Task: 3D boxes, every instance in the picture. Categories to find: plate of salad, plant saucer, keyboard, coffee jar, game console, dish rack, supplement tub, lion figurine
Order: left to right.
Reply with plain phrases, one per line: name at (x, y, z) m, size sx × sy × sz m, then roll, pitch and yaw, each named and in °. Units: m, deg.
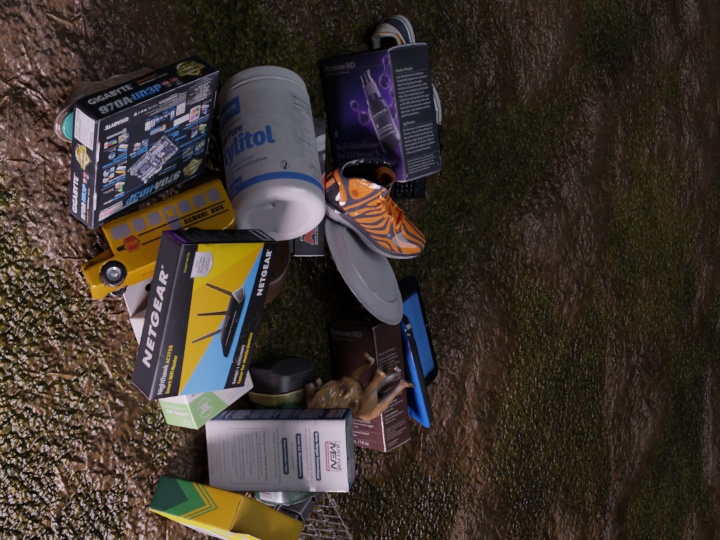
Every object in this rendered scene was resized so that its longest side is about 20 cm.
plant saucer at (-0.164, -0.051, 1.347) m, size 0.198 × 0.034 × 0.204 m, roll 28°, pitch 48°, yaw -36°
supplement tub at (-0.121, -0.155, 1.330) m, size 0.131 × 0.131 × 0.204 m, roll 22°, pitch 49°, yaw -48°
coffee jar at (-0.109, 0.230, 1.441) m, size 0.103 × 0.084 × 0.205 m, roll -10°, pitch 99°, yaw -49°
dish rack at (-0.074, 0.432, 1.517) m, size 0.154 × 0.054 × 0.202 m, roll -49°, pitch 128°, yaw -35°
plate of salad at (0.000, 0.000, 1.537) m, size 0.200 × 0.048 × 0.202 m, roll 48°, pitch 23°, yaw -27°
lion figurine at (0.002, 0.188, 1.452) m, size 0.123 × 0.072 × 0.199 m, roll -50°, pitch 144°, yaw 6°
keyboard at (0.097, -0.210, 1.635) m, size 0.102 × 0.040 × 0.204 m, roll -9°, pitch 120°, yaw -20°
game console at (0.103, 0.133, 1.672) m, size 0.117 × 0.170 × 0.204 m, roll -22°, pitch 110°, yaw -19°

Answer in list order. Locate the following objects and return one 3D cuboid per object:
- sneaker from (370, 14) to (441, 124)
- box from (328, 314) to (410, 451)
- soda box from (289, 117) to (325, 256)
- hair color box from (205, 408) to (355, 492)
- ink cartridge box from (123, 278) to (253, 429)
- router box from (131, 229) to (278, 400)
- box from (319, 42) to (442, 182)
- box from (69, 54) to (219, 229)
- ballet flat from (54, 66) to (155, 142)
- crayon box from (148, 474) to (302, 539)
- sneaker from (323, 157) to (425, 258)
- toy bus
sneaker at (0.068, -0.314, 1.640) m, size 0.079 × 0.077 × 0.203 m, roll -39°, pitch 113°, yaw -45°
box at (0.015, 0.177, 1.577) m, size 0.074 × 0.099 × 0.205 m, roll -15°, pitch 102°, yaw -48°
soda box at (-0.095, -0.123, 1.463) m, size 0.070 × 0.062 × 0.205 m, roll -2°, pitch 93°, yaw -49°
hair color box at (-0.109, 0.246, 1.356) m, size 0.061 × 0.196 × 0.102 m, roll -35°, pitch 123°, yaw -78°
ink cartridge box at (-0.227, 0.091, 1.310) m, size 0.117 × 0.066 × 0.204 m, roll -35°, pitch 117°, yaw -43°
router box at (-0.190, 0.052, 1.216) m, size 0.147 × 0.051 × 0.204 m, roll -4°, pitch 115°, yaw -45°
box at (0.033, -0.243, 1.547) m, size 0.103 × 0.146 × 0.204 m, roll -21°, pitch 106°, yaw -46°
box at (-0.263, -0.160, 1.213) m, size 0.199 × 0.046 × 0.161 m, roll -36°, pitch 153°, yaw -43°
ballet flat at (-0.309, -0.206, 1.206) m, size 0.199 × 0.067 × 0.069 m, roll -29°, pitch 145°, yaw -52°
crayon box at (-0.165, 0.323, 1.291) m, size 0.127 × 0.197 × 0.052 m, roll 39°, pitch 63°, yaw -43°
sneaker at (0.036, -0.095, 1.494) m, size 0.198 × 0.112 × 0.079 m, roll 27°, pitch 47°, yaw -22°
toy bus at (-0.252, -0.037, 1.229) m, size 0.197 × 0.065 × 0.079 m, roll -24°, pitch 82°, yaw -17°
